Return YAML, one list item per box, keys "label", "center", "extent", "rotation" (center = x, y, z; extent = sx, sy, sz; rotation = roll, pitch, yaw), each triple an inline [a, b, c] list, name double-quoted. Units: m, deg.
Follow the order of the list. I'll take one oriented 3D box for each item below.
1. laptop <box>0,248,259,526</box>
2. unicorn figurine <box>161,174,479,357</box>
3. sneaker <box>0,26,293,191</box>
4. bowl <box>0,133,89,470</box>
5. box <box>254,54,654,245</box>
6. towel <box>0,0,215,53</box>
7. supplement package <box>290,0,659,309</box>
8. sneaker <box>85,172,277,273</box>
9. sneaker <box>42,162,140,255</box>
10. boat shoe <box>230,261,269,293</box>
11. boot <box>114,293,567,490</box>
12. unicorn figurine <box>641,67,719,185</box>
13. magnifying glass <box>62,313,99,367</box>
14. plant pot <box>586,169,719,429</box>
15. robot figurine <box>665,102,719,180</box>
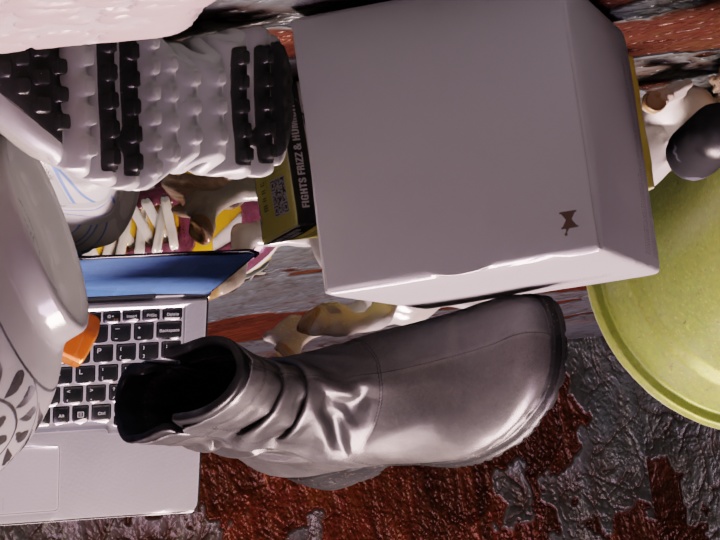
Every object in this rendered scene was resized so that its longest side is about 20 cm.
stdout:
- label: "laptop"
  center: [-0.155, 0.060, 1.409]
  extent: [0.186, 0.201, 0.116]
  rotation: [-2, -154, -14]
- label: "unicorn figurine"
  center: [0.000, 0.000, 1.494]
  extent: [0.137, 0.200, 0.074]
  rotation: [-27, 166, -34]
- label: "sneaker"
  center: [-0.104, -0.068, 1.175]
  extent: [0.081, 0.076, 0.200]
  rotation: [2, 178, 27]
- label: "bowl"
  center: [-0.165, -0.002, 1.152]
  extent: [0.094, 0.202, 0.201]
  rotation: [-20, 174, 6]
- label: "box"
  center: [0.044, -0.061, 1.461]
  extent: [0.199, 0.076, 0.050]
  rotation: [-5, 174, -25]
- label: "towel"
  center: [-0.124, -0.102, 0.941]
  extent: [0.190, 0.032, 0.200]
  rotation: [-6, 174, -15]
- label: "supplement package"
  center: [0.055, -0.052, 1.301]
  extent: [0.121, 0.120, 0.200]
  rotation: [-9, 176, 12]
- label: "sneaker"
  center: [-0.133, -0.018, 1.636]
  extent: [0.199, 0.075, 0.090]
  rotation: [-13, 179, 34]
- label: "sneaker"
  center: [-0.123, -0.050, 1.324]
  extent: [0.086, 0.075, 0.200]
  rotation: [-16, 174, 14]
- label: "boat shoe"
  center: [-0.078, -0.022, 1.700]
  extent: [0.199, 0.071, 0.072]
  rotation: [-14, 173, 40]
- label: "boot"
  center: [-0.012, 0.055, 1.354]
  extent: [0.131, 0.070, 0.200]
  rotation: [15, 148, -42]
- label: "unicorn figurine"
  center: [0.129, -0.059, 1.599]
  extent: [0.199, 0.074, 0.137]
  rotation: [-15, -175, 6]
- label: "magnifying glass"
  center: [-0.206, -0.007, 1.287]
  extent: [0.199, 0.080, 0.022]
  rotation: [25, -169, -20]
- label: "plant pot"
  center: [0.251, -0.027, 1.687]
  extent: [0.199, 0.201, 0.184]
  rotation: [-7, 164, -18]
- label: "robot figurine"
  center: [0.234, -0.075, 1.370]
  extent: [0.150, 0.125, 0.200]
  rotation: [-51, 179, -5]
